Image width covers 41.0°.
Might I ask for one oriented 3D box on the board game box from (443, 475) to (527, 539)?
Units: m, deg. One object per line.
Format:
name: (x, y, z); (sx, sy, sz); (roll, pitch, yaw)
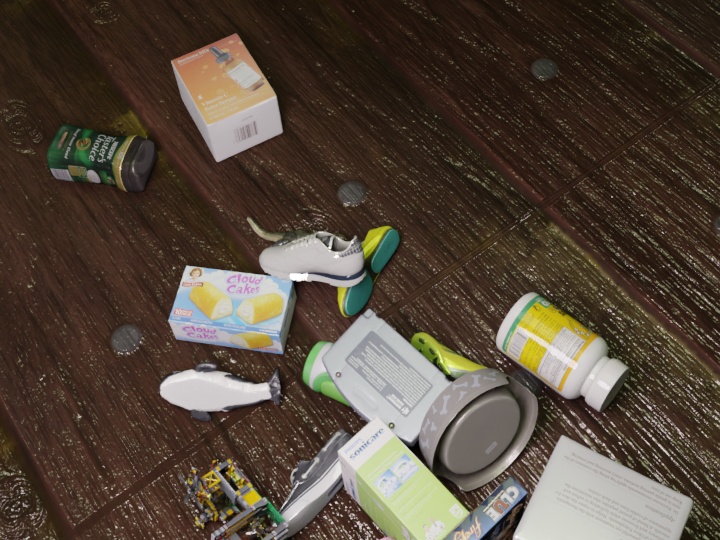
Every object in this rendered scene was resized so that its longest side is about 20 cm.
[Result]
board game box: (0.169, 0.381, 1.345); (0.135, 0.202, 0.035); (-39, 61, -20)

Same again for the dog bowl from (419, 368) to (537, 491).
dog bowl: (0.173, 0.236, 1.449); (0.198, 0.203, 0.059); (-30, 43, -15)

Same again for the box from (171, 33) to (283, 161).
box: (-0.264, -0.344, 1.906); (0.150, 0.107, 0.202); (-26, 59, -12)

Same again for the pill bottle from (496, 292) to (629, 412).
pill bottle: (0.326, 0.134, 1.547); (0.199, 0.114, 0.113); (36, 66, 25)

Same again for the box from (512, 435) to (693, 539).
box: (0.322, 0.379, 1.335); (0.196, 0.202, 0.173); (24, 59, 18)

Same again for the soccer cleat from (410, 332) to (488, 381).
soccer cleat: (0.164, 0.169, 1.579); (0.199, 0.066, 0.083); (38, 37, 29)

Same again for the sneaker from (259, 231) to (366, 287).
sneaker: (-0.083, -0.030, 1.638); (0.196, 0.082, 0.077); (4, 35, 20)

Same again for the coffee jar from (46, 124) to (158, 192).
coffee jar: (-0.493, -0.215, 1.852); (0.195, 0.086, 0.106); (10, 58, 10)

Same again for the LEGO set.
LEGO set: (-0.197, 0.382, 1.400); (0.115, 0.155, 0.200); (-27, 65, -34)

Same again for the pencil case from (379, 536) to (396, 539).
pencil case: (0.055, 0.482, 1.357); (0.086, 0.088, 0.202); (-21, 57, -10)

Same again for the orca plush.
orca plush: (-0.229, 0.180, 1.586); (0.195, 0.107, 0.071); (-12, 25, 0)

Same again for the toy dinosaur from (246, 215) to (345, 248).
toy dinosaur: (-0.127, -0.045, 1.741); (0.196, 0.048, 0.089); (11, 52, 14)

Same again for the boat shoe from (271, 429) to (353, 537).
boat shoe: (-0.076, 0.324, 1.478); (0.067, 0.072, 0.200); (35, 63, 22)

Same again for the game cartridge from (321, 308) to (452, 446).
game cartridge: (0.040, 0.169, 1.487); (0.133, 0.041, 0.199); (-43, 68, -15)

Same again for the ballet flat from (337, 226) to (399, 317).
ballet flat: (0.000, 0.000, 1.696); (0.066, 0.067, 0.202); (8, 52, 35)

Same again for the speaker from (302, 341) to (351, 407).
speaker: (0.008, 0.186, 1.552); (0.197, 0.089, 0.089); (23, 61, 18)

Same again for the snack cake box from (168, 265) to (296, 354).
snack cake box: (-0.217, 0.067, 1.659); (0.195, 0.068, 0.117); (6, 58, 8)

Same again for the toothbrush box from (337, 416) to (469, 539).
toothbrush box: (0.063, 0.337, 1.414); (0.086, 0.147, 0.199); (-38, 61, -19)
